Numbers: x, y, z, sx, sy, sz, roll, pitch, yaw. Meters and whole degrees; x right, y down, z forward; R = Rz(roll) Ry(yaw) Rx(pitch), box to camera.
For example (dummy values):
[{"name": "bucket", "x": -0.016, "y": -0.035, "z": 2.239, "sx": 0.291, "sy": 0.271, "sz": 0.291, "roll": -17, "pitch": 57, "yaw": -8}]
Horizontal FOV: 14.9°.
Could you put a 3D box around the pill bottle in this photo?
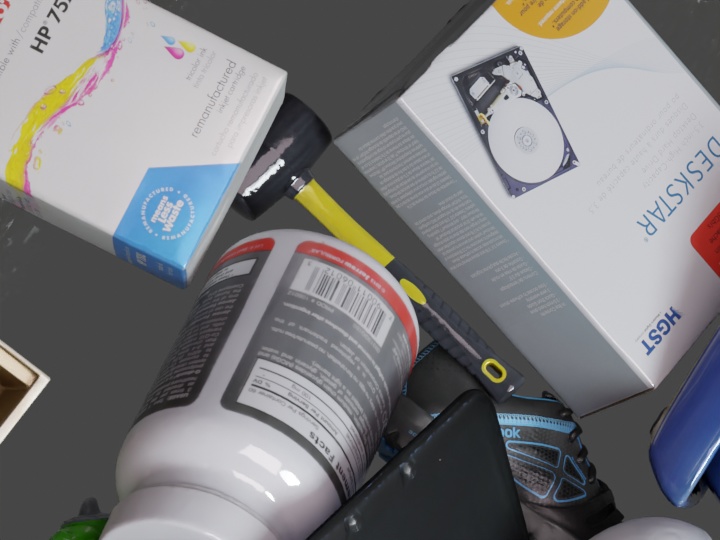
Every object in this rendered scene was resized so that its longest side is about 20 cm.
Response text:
[{"name": "pill bottle", "x": -0.052, "y": 0.083, "z": 1.352, "sx": 0.116, "sy": 0.116, "sz": 0.200, "roll": 35, "pitch": 46, "yaw": -10}]

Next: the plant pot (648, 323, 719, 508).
[{"name": "plant pot", "x": 0.261, "y": 0.079, "z": 1.411, "sx": 0.180, "sy": 0.200, "sz": 0.200, "roll": 33, "pitch": 92, "yaw": 11}]

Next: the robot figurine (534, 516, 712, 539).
[{"name": "robot figurine", "x": 0.167, "y": 0.198, "z": 1.342, "sx": 0.200, "sy": 0.170, "sz": 0.113, "roll": 38, "pitch": 76, "yaw": -9}]

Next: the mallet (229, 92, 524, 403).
[{"name": "mallet", "x": 0.000, "y": 0.000, "z": 1.430, "sx": 0.066, "sy": 0.041, "sz": 0.200, "roll": -38, "pitch": 82, "yaw": -10}]

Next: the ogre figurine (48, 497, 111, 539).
[{"name": "ogre figurine", "x": -0.119, "y": 0.204, "z": 1.363, "sx": 0.200, "sy": 0.098, "sz": 0.120, "roll": 45, "pitch": 35, "yaw": -17}]

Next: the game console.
[{"name": "game console", "x": -0.006, "y": 0.178, "z": 1.344, "sx": 0.116, "sy": 0.176, "sz": 0.200, "roll": 51, "pitch": 49, "yaw": -1}]

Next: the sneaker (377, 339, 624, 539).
[{"name": "sneaker", "x": 0.101, "y": 0.112, "z": 1.452, "sx": 0.200, "sy": 0.073, "sz": 0.082, "roll": 38, "pitch": 79, "yaw": -10}]

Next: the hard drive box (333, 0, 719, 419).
[{"name": "hard drive box", "x": 0.111, "y": -0.051, "z": 1.440, "sx": 0.200, "sy": 0.077, "sz": 0.156, "roll": 48, "pitch": 59, "yaw": -9}]

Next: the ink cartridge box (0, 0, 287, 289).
[{"name": "ink cartridge box", "x": -0.151, "y": -0.089, "z": 1.385, "sx": 0.200, "sy": 0.067, "sz": 0.116, "roll": 26, "pitch": 81, "yaw": 1}]

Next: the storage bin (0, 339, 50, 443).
[{"name": "storage bin", "x": -0.296, "y": 0.073, "z": 1.345, "sx": 0.199, "sy": 0.094, "sz": 0.200, "roll": 38, "pitch": 80, "yaw": -10}]
